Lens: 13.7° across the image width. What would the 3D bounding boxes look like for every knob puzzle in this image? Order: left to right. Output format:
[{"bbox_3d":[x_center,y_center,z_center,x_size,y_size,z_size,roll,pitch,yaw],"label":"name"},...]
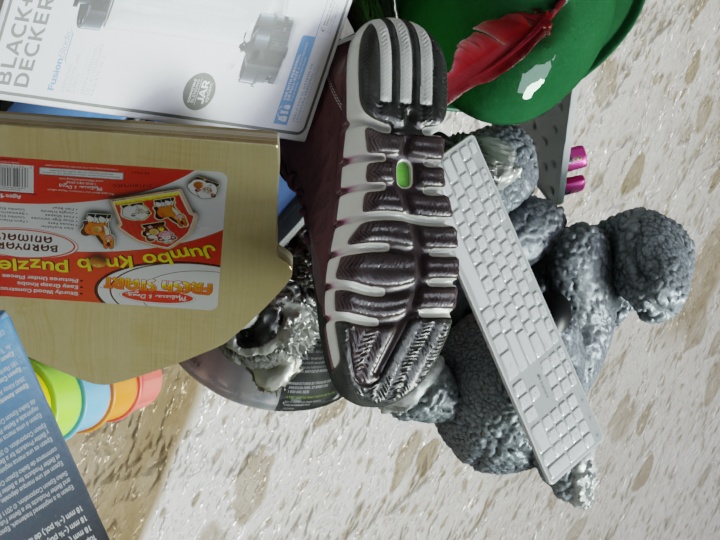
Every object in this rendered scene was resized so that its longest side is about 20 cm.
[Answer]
[{"bbox_3d":[-0.134,-0.014,1.558,0.220,0.219,0.030,90,0,-49],"label":"knob puzzle"}]

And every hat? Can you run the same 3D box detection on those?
[{"bbox_3d":[0.100,-0.102,1.703,0.200,0.176,0.166,-7,134,-16],"label":"hat"}]

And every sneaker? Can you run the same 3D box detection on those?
[{"bbox_3d":[-0.007,-0.028,1.569,0.076,0.115,0.200,9,83,-33],"label":"sneaker"}]

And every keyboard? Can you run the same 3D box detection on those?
[{"bbox_3d":[0.086,0.023,1.717,0.056,0.011,0.200,-39,109,-47],"label":"keyboard"}]

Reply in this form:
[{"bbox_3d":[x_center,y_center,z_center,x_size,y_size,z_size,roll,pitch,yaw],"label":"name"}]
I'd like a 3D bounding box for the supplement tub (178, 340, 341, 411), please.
[{"bbox_3d":[-0.040,-0.025,1.833,0.123,0.122,0.200,-31,141,-56],"label":"supplement tub"}]

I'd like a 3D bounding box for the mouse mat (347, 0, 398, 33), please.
[{"bbox_3d":[-0.002,-0.173,1.688,0.008,0.200,0.161,-14,128,-5],"label":"mouse mat"}]

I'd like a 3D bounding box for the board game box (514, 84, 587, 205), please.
[{"bbox_3d":[0.099,-0.176,1.911,0.026,0.200,0.200,-16,138,-20],"label":"board game box"}]

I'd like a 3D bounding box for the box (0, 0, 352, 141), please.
[{"bbox_3d":[-0.105,-0.136,1.491,0.200,0.060,0.117,8,110,-37],"label":"box"}]

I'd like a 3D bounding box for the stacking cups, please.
[{"bbox_3d":[-0.176,0.070,1.723,0.061,0.060,0.200,-69,165,12],"label":"stacking cups"}]

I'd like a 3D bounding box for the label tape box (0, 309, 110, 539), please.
[{"bbox_3d":[-0.206,0.142,1.533,0.144,0.063,0.200,-32,102,-45],"label":"label tape box"}]

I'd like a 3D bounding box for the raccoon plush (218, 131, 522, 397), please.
[{"bbox_3d":[0.000,0.000,1.738,0.200,0.097,0.134,-2,131,-29],"label":"raccoon plush"}]

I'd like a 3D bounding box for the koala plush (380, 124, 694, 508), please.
[{"bbox_3d":[0.092,0.053,1.841,0.184,0.177,0.200,-53,-164,33],"label":"koala plush"}]

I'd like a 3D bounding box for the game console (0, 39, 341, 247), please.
[{"bbox_3d":[-0.098,-0.070,1.590,0.200,0.172,0.119,-47,-175,2],"label":"game console"}]
